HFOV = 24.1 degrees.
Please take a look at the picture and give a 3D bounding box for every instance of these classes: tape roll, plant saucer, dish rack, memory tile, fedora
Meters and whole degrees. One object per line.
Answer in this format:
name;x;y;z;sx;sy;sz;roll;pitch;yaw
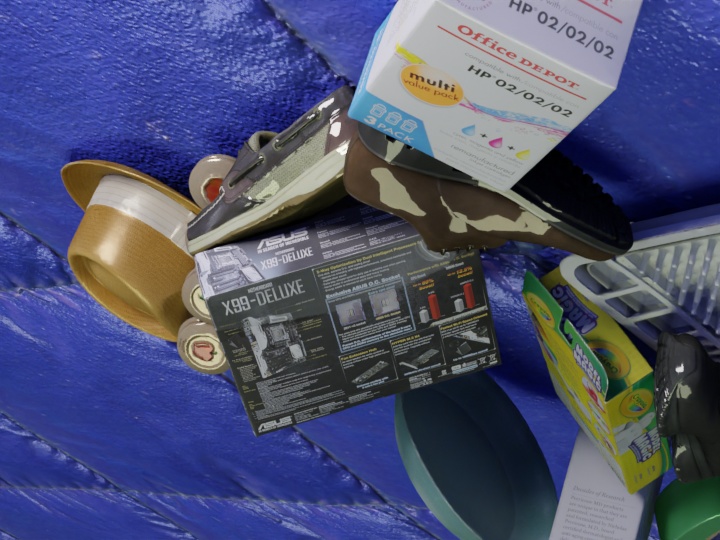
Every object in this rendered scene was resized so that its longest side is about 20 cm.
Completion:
tape roll;0.343;0.200;1.385;0.198;0.049;0.201;-4;150;-2
plant saucer;0.089;0.157;1.403;0.036;0.201;0.199;-35;126;27
dish rack;0.254;0.006;1.146;0.171;0.044;0.199;36;152;-29
memory tile;-0.063;0.010;1.284;0.152;0.017;0.202;12;125;5
fedora;-0.171;-0.005;1.365;0.199;0.082;0.201;27;159;11

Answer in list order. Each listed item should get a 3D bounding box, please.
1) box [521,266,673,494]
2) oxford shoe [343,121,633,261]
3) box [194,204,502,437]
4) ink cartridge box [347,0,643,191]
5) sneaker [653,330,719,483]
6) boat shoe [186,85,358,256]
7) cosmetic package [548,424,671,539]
box;0.179;0.078;1.277;0.118;0.048;0.200;56;177;32
oxford shoe;0.082;-0.046;1.101;0.198;0.073;0.085;21;127;-8
box;-0.006;0.030;1.228;0.198;0.050;0.159;-17;135;0
ink cartridge box;0.080;-0.130;0.963;0.114;0.068;0.200;24;155;-9
sneaker;0.259;0.095;1.209;0.090;0.077;0.200;-2;157;19
boat shoe;-0.056;-0.068;1.183;0.071;0.067;0.200;-12;169;-45
cosmetic package;0.203;0.199;1.394;0.071;0.202;0.102;12;155;16
